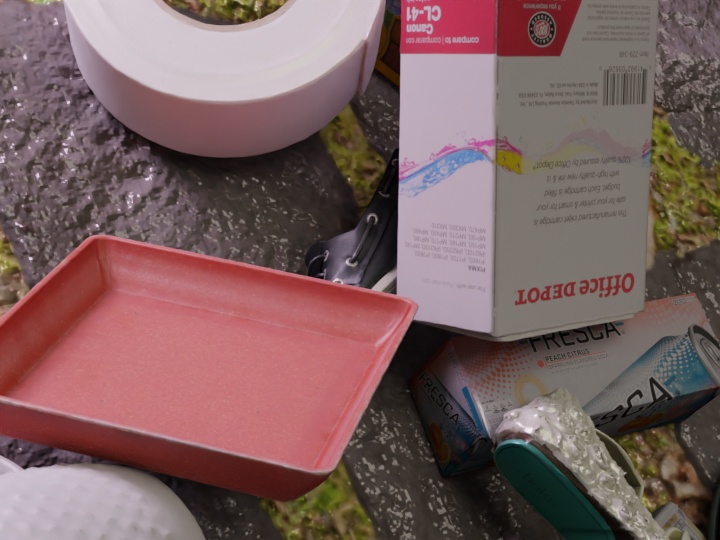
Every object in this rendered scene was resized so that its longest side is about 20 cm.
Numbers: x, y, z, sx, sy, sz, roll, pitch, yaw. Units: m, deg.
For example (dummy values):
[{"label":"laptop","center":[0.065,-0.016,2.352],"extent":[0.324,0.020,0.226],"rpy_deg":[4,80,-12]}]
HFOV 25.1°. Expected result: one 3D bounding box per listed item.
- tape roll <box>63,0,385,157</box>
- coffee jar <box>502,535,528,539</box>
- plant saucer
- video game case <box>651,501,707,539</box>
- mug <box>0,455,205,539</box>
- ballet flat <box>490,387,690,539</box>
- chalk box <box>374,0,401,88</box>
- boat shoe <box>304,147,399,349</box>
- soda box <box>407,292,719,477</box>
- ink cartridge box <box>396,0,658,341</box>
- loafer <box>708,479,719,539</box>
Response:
[{"label":"tape roll","center":[-0.082,-0.173,0.988],"extent":[0.200,0.071,0.205],"rpy_deg":[2,66,-4]},{"label":"coffee jar","center":[0.134,0.231,0.856],"extent":[0.199,0.105,0.085],"rpy_deg":[34,8,-6]},{"label":"plant saucer","center":[-0.086,0.050,0.840],"extent":[0.198,0.037,0.200],"rpy_deg":[11,25,11]},{"label":"video game case","center":[0.189,0.263,0.944],"extent":[0.182,0.023,0.200],"rpy_deg":[48,52,5]},{"label":"mug","center":[-0.175,0.152,0.755],"extent":[0.174,0.149,0.200],"rpy_deg":[-23,50,-40]},{"label":"ballet flat","center":[0.153,0.150,0.917],"extent":[0.072,0.072,0.201],"rpy_deg":[-41,99,-38]},{"label":"chalk box","center":[0.069,-0.195,1.087],"extent":[0.199,0.125,0.124],"rpy_deg":[36,52,-2]},{"label":"boat shoe","center":[0.000,-0.002,0.974],"extent":[0.066,0.075,0.200],"rpy_deg":[25,65,16]},{"label":"soda box","center":[0.132,0.069,1.002],"extent":[0.198,0.064,0.069],"rpy_deg":[-9,67,-30]},{"label":"ink cartridge box","center":[0.097,-0.071,0.941],"extent":[0.147,0.085,0.202],"rpy_deg":[-6,102,-44]},{"label":"loafer","center":[0.283,0.129,1.032],"extent":[0.072,0.063,0.200],"rpy_deg":[46,45,1]}]
